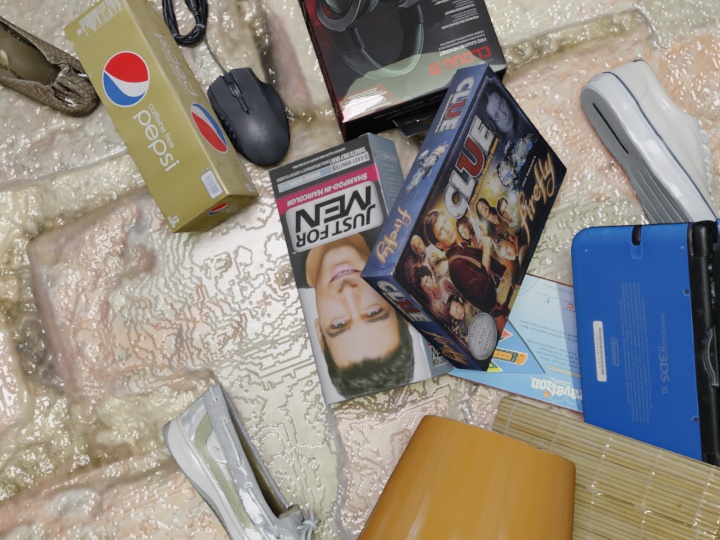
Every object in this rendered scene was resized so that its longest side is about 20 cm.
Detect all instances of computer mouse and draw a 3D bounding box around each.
[{"bbox_3d":[-0.122,-0.182,0.838,0.058,0.034,0.202,-31,84,-2],"label":"computer mouse"}]

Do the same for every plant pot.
[{"bbox_3d":[0.080,0.217,0.720,0.197,0.200,0.186,18,78,2],"label":"plant pot"}]

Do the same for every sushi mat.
[{"bbox_3d":[0.190,0.175,0.760,0.198,0.012,0.097,15,95,31],"label":"sushi mat"}]

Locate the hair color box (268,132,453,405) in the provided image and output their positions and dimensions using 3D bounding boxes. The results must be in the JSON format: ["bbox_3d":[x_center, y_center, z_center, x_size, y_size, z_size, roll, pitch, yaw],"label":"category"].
[{"bbox_3d":[0.000,0.000,0.790,0.098,0.060,0.203,-17,84,22],"label":"hair color box"}]

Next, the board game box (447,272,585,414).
[{"bbox_3d":[0.138,0.055,0.819,0.197,0.019,0.104,16,84,2],"label":"board game box"}]

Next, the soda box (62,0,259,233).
[{"bbox_3d":[-0.169,-0.134,0.810,0.064,0.068,0.202,-30,85,16],"label":"soda box"}]

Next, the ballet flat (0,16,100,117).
[{"bbox_3d":[-0.321,-0.193,0.834,0.198,0.046,0.068,27,84,3],"label":"ballet flat"}]

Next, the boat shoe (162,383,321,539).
[{"bbox_3d":[-0.081,0.189,0.782,0.065,0.074,0.202,-41,79,1],"label":"boat shoe"}]

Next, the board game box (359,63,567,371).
[{"bbox_3d":[0.089,-0.042,0.756,0.135,0.034,0.202,42,62,-35],"label":"board game box"}]

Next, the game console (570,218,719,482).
[{"bbox_3d":[0.277,0.057,0.771,0.169,0.117,0.203,-1,97,42],"label":"game console"}]

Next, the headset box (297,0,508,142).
[{"bbox_3d":[0.029,-0.214,0.819,0.147,0.077,0.203,-17,83,-2],"label":"headset box"}]

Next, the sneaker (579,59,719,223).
[{"bbox_3d":[0.269,-0.092,0.807,0.070,0.073,0.202,-31,88,-9],"label":"sneaker"}]
